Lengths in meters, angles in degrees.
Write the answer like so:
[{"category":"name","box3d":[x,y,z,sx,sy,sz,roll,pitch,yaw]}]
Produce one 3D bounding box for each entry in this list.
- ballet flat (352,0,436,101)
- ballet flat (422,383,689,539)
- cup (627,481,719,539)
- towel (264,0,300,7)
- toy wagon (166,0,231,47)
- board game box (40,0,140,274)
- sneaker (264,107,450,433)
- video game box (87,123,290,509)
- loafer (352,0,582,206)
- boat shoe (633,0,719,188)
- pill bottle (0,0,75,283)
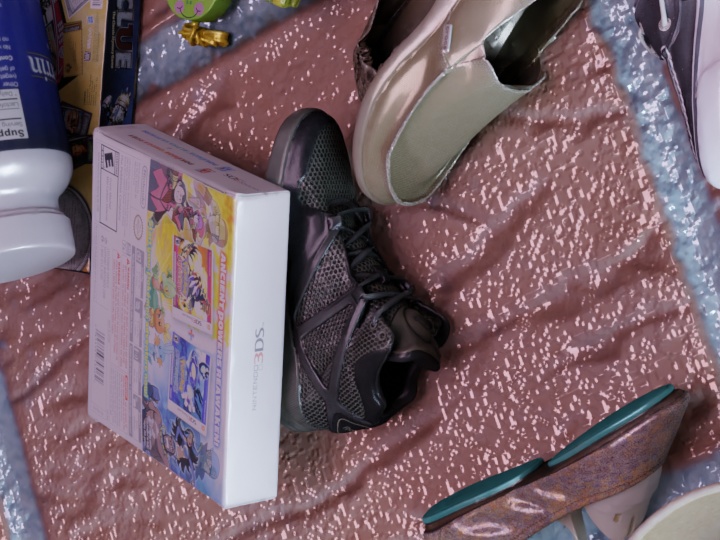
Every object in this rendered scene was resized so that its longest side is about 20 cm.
[{"category":"ballet flat","box3d":[0.043,-0.188,1.458,0.067,0.046,0.201,36,110,31]},{"category":"ballet flat","box3d":[0.124,0.130,1.394,0.200,0.068,0.067,-32,91,38]},{"category":"cup","box3d":[0.239,0.203,1.248,0.200,0.143,0.201,0,89,38]},{"category":"towel","box3d":[-0.101,-0.237,1.539,0.200,0.018,0.086,28,101,35]},{"category":"toy wagon","box3d":[-0.095,-0.244,1.567,0.155,0.040,0.201,13,98,37]},{"category":"board game box","box3d":[-0.216,-0.104,1.660,0.135,0.035,0.201,8,94,37]},{"category":"sneaker","box3d":[0.000,0.000,1.474,0.114,0.076,0.200,0,93,35]},{"category":"video game box","box3d":[-0.111,0.024,1.522,0.182,0.047,0.201,29,120,54]},{"category":"loafer","box3d":[0.064,-0.116,1.424,0.068,0.076,0.200,44,114,35]},{"category":"boat shoe","box3d":[0.184,-0.141,1.335,0.068,0.072,0.201,-7,83,35]},{"category":"pill bottle","box3d":[-0.253,-0.097,1.594,0.115,0.116,0.201,-19,79,35]}]
